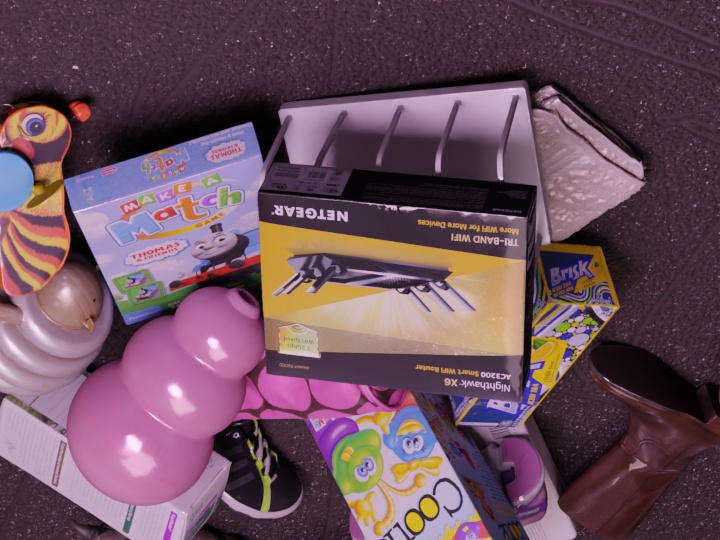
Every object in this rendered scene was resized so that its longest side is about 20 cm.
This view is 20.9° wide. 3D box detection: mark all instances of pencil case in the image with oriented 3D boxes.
[{"bbox_3d":[-0.059,0.083,1.679,0.199,0.091,0.094,-7,122,30],"label":"pencil case"}]

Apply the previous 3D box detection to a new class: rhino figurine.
[{"bbox_3d":[-0.192,0.276,1.921,0.199,0.088,0.060,19,104,-16],"label":"rhino figurine"}]

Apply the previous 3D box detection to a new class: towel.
[{"bbox_3d":[0.123,-0.062,1.591,0.132,0.035,0.200,33,128,-28],"label":"towel"}]

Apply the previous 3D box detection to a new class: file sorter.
[{"bbox_3d":[0.033,-0.049,1.504,0.198,0.125,0.140,-4,120,16],"label":"file sorter"}]

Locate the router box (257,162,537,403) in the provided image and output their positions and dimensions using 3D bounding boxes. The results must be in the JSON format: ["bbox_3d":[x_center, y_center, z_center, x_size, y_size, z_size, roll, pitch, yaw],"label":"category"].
[{"bbox_3d":[0.027,0.009,1.433,0.198,0.052,0.158,5,121,12],"label":"router box"}]

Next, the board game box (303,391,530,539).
[{"bbox_3d":[0.052,0.190,1.707,0.103,0.201,0.105,-36,155,15],"label":"board game box"}]

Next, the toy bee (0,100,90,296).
[{"bbox_3d":[-0.255,-0.086,1.525,0.108,0.131,0.201,-18,127,-15],"label":"toy bee"}]

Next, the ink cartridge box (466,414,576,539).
[{"bbox_3d":[0.095,0.201,1.859,0.175,0.045,0.201,-14,134,15],"label":"ink cartridge box"}]

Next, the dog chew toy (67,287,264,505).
[{"bbox_3d":[-0.152,0.097,1.609,0.124,0.125,0.200,31,109,-28],"label":"dog chew toy"}]

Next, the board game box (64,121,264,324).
[{"bbox_3d":[-0.140,-0.034,1.561,0.150,0.037,0.200,-17,152,-2],"label":"board game box"}]

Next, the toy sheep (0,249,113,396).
[{"bbox_3d":[-0.282,0.043,1.646,0.137,0.139,0.200,29,144,-27],"label":"toy sheep"}]

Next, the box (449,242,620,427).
[{"bbox_3d":[0.141,0.058,1.672,0.070,0.065,0.200,3,144,-23],"label":"box"}]

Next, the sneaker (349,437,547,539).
[{"bbox_3d":[0.088,0.221,1.800,0.199,0.081,0.089,-18,146,19],"label":"sneaker"}]

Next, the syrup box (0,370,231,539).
[{"bbox_3d":[-0.222,0.166,1.746,0.199,0.079,0.082,31,135,10],"label":"syrup box"}]

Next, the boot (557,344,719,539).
[{"bbox_3d":[0.229,0.166,1.799,0.185,0.065,0.200,24,128,-25],"label":"boot"}]

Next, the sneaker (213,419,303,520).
[{"bbox_3d":[-0.117,0.163,1.805,0.199,0.072,0.083,34,127,-29],"label":"sneaker"}]
